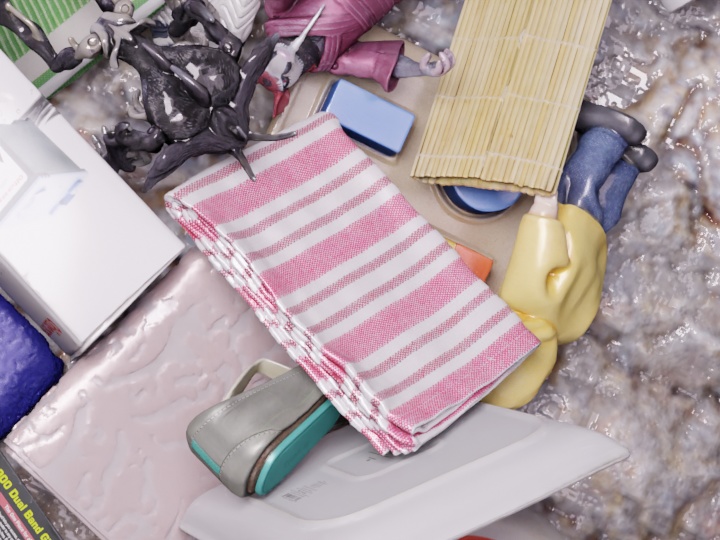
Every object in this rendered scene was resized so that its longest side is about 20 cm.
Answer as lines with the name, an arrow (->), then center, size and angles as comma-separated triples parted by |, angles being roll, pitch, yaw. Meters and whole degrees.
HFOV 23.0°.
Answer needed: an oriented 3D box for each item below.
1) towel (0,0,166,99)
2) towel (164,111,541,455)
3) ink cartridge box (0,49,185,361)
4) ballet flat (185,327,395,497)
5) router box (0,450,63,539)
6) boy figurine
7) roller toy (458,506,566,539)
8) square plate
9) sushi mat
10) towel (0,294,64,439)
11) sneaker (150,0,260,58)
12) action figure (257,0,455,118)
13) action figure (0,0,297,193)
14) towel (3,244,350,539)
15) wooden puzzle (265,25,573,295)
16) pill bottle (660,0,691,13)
towel -> -0.198, -0.222, 1.064 | 0.152, 0.023, 0.200 | -34, 92, 21
towel -> 0.000, 0.000, 1.013 | 0.200, 0.030, 0.146 | 48, 43, 8
ink cartridge box -> -0.204, -0.050, 1.019 | 0.200, 0.146, 0.086 | 46, 77, -5
ballet flat -> -0.023, 0.062, 1.022 | 0.064, 0.067, 0.200 | 34, 39, 21
router box -> -0.261, 0.148, 0.992 | 0.150, 0.062, 0.200 | -37, 116, -16
boy figurine -> 0.121, -0.002, 1.110 | 0.064, 0.124, 0.200 | 22, 78, 28
roller toy -> 0.038, 0.210, 1.052 | 0.182, 0.140, 0.200 | -44, 105, -8
square plate -> 0.016, 0.114, 0.988 | 0.198, 0.200, 0.028 | -20, 101, -23
sushi mat -> 0.102, -0.140, 1.100 | 0.096, 0.012, 0.200 | 9, 71, 26
towel -> -0.292, 0.074, 1.042 | 0.200, 0.050, 0.148 | -44, 102, -13
sneaker -> -0.067, -0.223, 1.103 | 0.130, 0.079, 0.199 | -32, 130, -52
action figure -> -0.009, -0.181, 1.078 | 0.200, 0.149, 0.134 | -46, 119, -1
action figure -> -0.123, -0.116, 1.003 | 0.200, 0.102, 0.119 | 39, 83, 6
towel -> -0.082, 0.089, 1.057 | 0.200, 0.032, 0.191 | -47, 121, -12
wooden puzzle -> 0.024, -0.046, 1.122 | 0.185, 0.046, 0.200 | 25, 80, -9
pill bottle -> 0.188, -0.274, 1.148 | 0.109, 0.109, 0.200 | -29, 91, -14
